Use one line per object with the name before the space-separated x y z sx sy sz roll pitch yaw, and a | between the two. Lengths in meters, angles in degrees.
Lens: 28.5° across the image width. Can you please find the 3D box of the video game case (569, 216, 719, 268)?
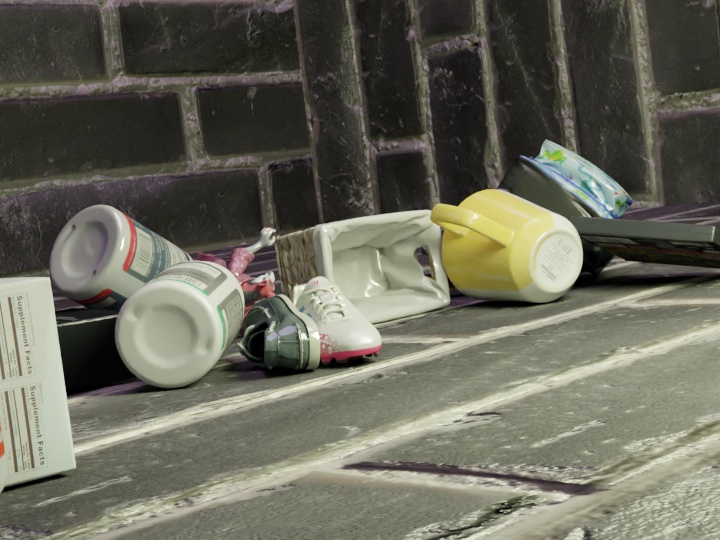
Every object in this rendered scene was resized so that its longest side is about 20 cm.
video game case | 0.401 -0.035 1.857 0.200 0.026 0.181 5 -9 36

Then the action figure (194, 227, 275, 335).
action figure | -0.181 0.023 1.836 0.149 0.134 0.200 -12 4 -36

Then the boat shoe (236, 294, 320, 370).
boat shoe | -0.100 0.068 1.524 0.062 0.073 0.200 -4 8 -20

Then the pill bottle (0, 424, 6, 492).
pill bottle | -0.254 0.079 0.774 0.112 0.200 0.112 -7 5 1

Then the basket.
basket | 0.000 0.000 1.866 0.200 0.136 0.123 -9 1 -38

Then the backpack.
backpack | 0.301 -0.084 2.039 0.183 0.147 0.200 38 3 22

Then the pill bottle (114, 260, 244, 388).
pill bottle | -0.187 0.051 1.533 0.113 0.113 0.200 -6 8 6

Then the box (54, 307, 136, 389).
box | -0.349 0.089 1.595 0.141 0.079 0.200 -12 6 -30

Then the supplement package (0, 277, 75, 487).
supplement package | -0.344 0.093 1.061 0.200 0.151 0.152 -10 5 -38

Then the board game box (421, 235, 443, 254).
board game box | 0.242 -0.063 2.911 0.200 0.035 0.135 -9 5 -27

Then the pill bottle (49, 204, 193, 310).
pill bottle | -0.269 0.012 1.728 0.120 0.120 0.200 -4 -25 34

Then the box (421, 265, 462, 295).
box | 0.171 0.007 2.083 0.200 0.040 0.137 -7 4 -1

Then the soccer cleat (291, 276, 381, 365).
soccer cleat | -0.036 0.052 1.532 0.070 0.086 0.200 -8 5 -20

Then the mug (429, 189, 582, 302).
mug | 0.193 -0.020 1.832 0.186 0.150 0.153 -10 14 -28
